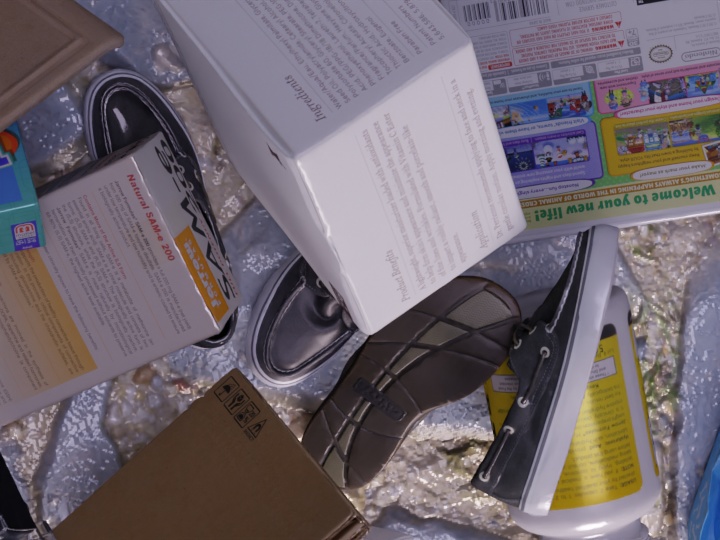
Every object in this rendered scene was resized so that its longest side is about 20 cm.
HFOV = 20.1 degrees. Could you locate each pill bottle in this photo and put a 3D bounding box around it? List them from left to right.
[{"bbox_3d":[0.149,0.118,1.413,0.111,0.111,0.201,-13,98,-11],"label":"pill bottle"}]

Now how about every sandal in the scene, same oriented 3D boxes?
[{"bbox_3d":[0.034,0.072,1.389,0.082,0.055,0.200,38,118,-1],"label":"sandal"}]

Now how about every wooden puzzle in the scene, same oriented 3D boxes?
[{"bbox_3d":[-0.275,-0.135,1.251,0.185,0.037,0.200,36,56,23],"label":"wooden puzzle"}]

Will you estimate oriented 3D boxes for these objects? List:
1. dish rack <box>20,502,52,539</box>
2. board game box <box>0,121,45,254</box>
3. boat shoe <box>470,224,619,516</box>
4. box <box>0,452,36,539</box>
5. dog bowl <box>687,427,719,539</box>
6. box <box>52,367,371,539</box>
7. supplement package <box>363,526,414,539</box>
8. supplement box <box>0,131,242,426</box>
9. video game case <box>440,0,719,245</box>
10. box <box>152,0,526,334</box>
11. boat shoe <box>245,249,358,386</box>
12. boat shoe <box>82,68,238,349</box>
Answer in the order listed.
[{"bbox_3d":[-0.213,0.246,1.291,0.054,0.200,0.154,-5,113,-24],"label":"dish rack"},{"bbox_3d":[-0.290,-0.087,1.261,0.151,0.045,0.201,-13,55,-12],"label":"board game box"},{"bbox_3d":[0.121,0.063,1.317,0.056,0.069,0.201,16,104,5],"label":"boat shoe"},{"bbox_3d":[-0.323,0.144,1.246,0.199,0.079,0.142,-28,79,2],"label":"box"},{"bbox_3d":[0.306,0.151,1.486,0.111,0.050,0.201,19,92,-14],"label":"dog bowl"},{"bbox_3d":[-0.098,0.159,1.245,0.163,0.200,0.021,-42,124,-3],"label":"box"},{"bbox_3d":[-0.073,0.225,1.313,0.121,0.199,0.121,-8,98,-43],"label":"supplement package"},{"bbox_3d":[-0.193,0.011,1.308,0.199,0.074,0.127,-23,102,15],"label":"supplement box"},{"bbox_3d":[0.166,-0.119,1.398,0.199,0.022,0.183,-8,98,13],"label":"video game case"},{"bbox_3d":[-0.015,-0.105,1.269,0.130,0.200,0.199,-34,145,-8],"label":"box"},{"bbox_3d":[0.000,0.000,1.381,0.200,0.066,0.070,-45,103,-5],"label":"boat shoe"},{"bbox_3d":[-0.130,-0.038,1.355,0.070,0.066,0.201,-19,100,-11],"label":"boat shoe"}]
